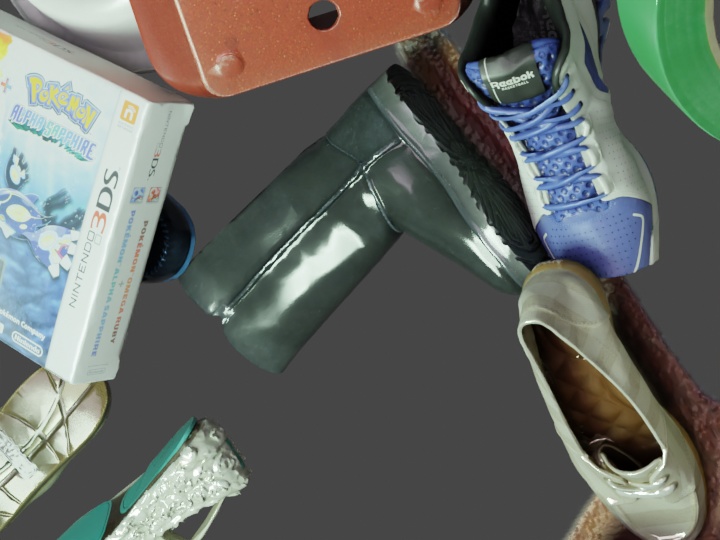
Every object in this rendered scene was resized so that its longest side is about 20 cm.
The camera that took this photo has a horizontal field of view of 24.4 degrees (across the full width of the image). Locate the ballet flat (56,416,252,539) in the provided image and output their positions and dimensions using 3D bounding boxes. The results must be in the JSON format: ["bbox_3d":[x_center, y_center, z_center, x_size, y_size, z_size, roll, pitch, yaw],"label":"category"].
[{"bbox_3d":[-0.148,0.179,1.136,0.200,0.072,0.072,-42,82,27],"label":"ballet flat"}]

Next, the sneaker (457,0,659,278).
[{"bbox_3d":[0.101,-0.087,0.928,0.081,0.115,0.199,-10,97,28],"label":"sneaker"}]

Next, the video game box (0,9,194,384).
[{"bbox_3d":[-0.209,-0.053,1.026,0.200,0.047,0.182,27,106,30],"label":"video game box"}]

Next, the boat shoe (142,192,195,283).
[{"bbox_3d":[-0.198,-0.038,1.084,0.200,0.069,0.084,18,95,33],"label":"boat shoe"}]

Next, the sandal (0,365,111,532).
[{"bbox_3d":[-0.251,0.132,1.185,0.200,0.054,0.080,-39,89,12],"label":"sandal"}]

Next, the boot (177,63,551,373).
[{"bbox_3d":[0.000,-0.001,1.022,0.200,0.066,0.165,-42,74,24],"label":"boot"}]

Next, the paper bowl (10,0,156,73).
[{"bbox_3d":[-0.144,-0.221,1.024,0.201,0.104,0.201,5,102,24],"label":"paper bowl"}]

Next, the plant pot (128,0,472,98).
[{"bbox_3d":[-0.041,-0.194,0.870,0.200,0.176,0.200,-18,117,0],"label":"plant pot"}]

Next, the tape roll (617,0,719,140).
[{"bbox_3d":[0.226,-0.154,0.819,0.200,0.200,0.048,-61,32,23],"label":"tape roll"}]

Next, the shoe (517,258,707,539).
[{"bbox_3d":[0.140,0.088,0.954,0.070,0.053,0.200,-20,113,26],"label":"shoe"}]
